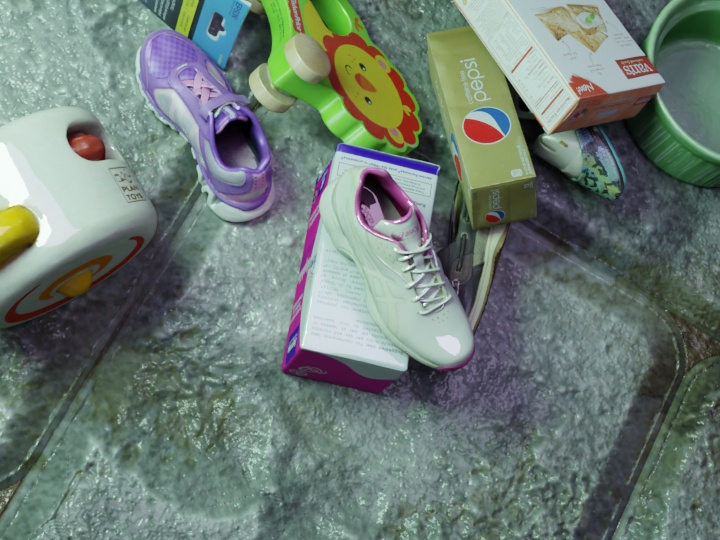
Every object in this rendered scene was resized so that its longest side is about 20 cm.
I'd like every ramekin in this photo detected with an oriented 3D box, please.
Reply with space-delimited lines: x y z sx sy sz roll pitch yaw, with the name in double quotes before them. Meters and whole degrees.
"ramekin" 0.365 -0.182 1.581 0.200 0.098 0.200 4 73 -14

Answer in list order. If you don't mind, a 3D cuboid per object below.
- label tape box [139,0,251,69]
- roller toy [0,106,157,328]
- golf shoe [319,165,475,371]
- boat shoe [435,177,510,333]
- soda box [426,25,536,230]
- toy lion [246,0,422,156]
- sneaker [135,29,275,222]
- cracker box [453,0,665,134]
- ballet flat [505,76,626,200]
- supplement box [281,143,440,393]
"label tape box" -0.175 -0.297 1.451 0.200 0.143 0.066 39 68 0
"roller toy" -0.273 -0.040 1.323 0.182 0.200 0.140 -30 83 -27
"golf shoe" 0.037 -0.003 1.337 0.075 0.092 0.200 -33 86 -23
"boat shoe" 0.093 -0.001 1.473 0.066 0.072 0.201 20 64 -2
"soda box" 0.114 -0.140 1.480 0.064 0.068 0.200 -12 55 -2
"toy lion" -0.022 -0.197 1.475 0.192 0.069 0.200 21 44 -41
"sneaker" -0.138 -0.146 1.445 0.080 0.088 0.200 -29 81 -19
"cracker box" 0.185 -0.231 1.499 0.134 0.058 0.200 -15 65 -41
"ballet flat" 0.190 -0.149 1.543 0.074 0.074 0.200 -19 70 -19
"supplement box" 0.000 0.000 1.428 0.103 0.101 0.200 12 70 -11
